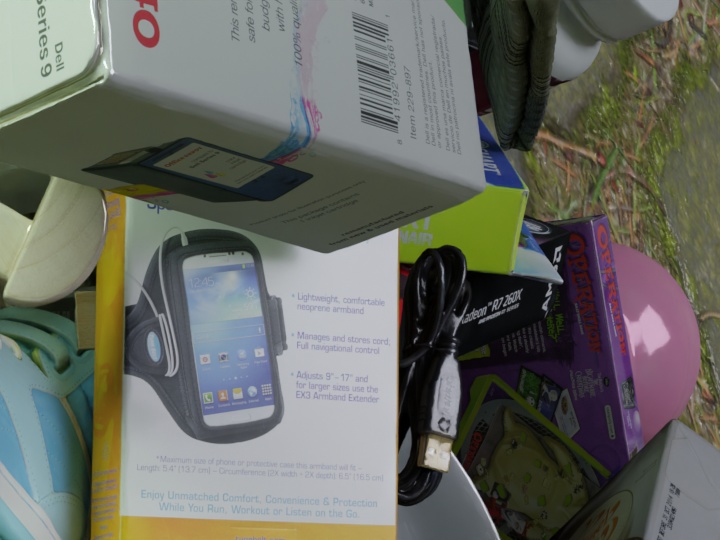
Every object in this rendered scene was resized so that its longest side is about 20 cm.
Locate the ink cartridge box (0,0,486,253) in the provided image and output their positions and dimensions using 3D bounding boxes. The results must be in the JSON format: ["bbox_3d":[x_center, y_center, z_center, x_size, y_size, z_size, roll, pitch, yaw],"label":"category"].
[{"bbox_3d":[-0.055,-0.102,1.057,0.200,0.087,0.146,15,62,-48],"label":"ink cartridge box"}]

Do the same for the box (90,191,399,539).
[{"bbox_3d":[-0.045,0.019,1.146,0.119,0.041,0.201,5,79,-24],"label":"box"}]

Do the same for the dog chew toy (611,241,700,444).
[{"bbox_3d":[0.100,0.047,1.573,0.200,0.124,0.125,-4,75,-54],"label":"dog chew toy"}]

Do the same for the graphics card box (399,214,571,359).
[{"bbox_3d":[0.000,0.000,1.342,0.200,0.125,0.051,-17,123,-59],"label":"graphics card box"}]

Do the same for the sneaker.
[{"bbox_3d":[-0.162,0.035,1.119,0.131,0.079,0.200,-69,142,-51],"label":"sneaker"}]

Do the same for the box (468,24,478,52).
[{"bbox_3d":[-0.045,-0.176,1.395,0.044,0.160,0.200,13,59,-67],"label":"box"}]

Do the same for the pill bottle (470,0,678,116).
[{"bbox_3d":[0.050,-0.133,1.442,0.114,0.200,0.114,42,36,-42],"label":"pill bottle"}]

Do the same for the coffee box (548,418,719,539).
[{"bbox_3d":[0.113,0.182,1.384,0.080,0.200,0.114,35,36,-8],"label":"coffee box"}]

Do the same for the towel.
[{"bbox_3d":[0.052,-0.168,1.251,0.200,0.034,0.193,91,-10,-72],"label":"towel"}]

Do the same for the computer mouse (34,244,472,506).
[{"bbox_3d":[-0.054,0.042,1.213,0.044,0.199,0.110,62,30,-77],"label":"computer mouse"}]

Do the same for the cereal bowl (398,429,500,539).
[{"bbox_3d":[-0.016,0.143,1.296,0.200,0.083,0.200,39,34,-33],"label":"cereal bowl"}]

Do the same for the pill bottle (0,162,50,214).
[{"bbox_3d":[-0.153,-0.129,1.211,0.112,0.112,0.200,5,68,-62],"label":"pill bottle"}]

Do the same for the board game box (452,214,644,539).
[{"bbox_3d":[0.082,0.077,1.459,0.032,0.120,0.201,-20,103,-60],"label":"board game box"}]

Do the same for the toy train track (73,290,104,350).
[{"bbox_3d":[-0.069,-0.023,1.179,0.114,0.033,0.201,-2,85,-25],"label":"toy train track"}]

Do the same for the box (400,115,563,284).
[{"bbox_3d":[-0.012,-0.044,1.310,0.122,0.199,0.048,-113,-148,-68],"label":"box"}]

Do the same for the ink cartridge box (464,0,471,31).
[{"bbox_3d":[-0.039,-0.196,1.233,0.200,0.145,0.145,80,-3,-63],"label":"ink cartridge box"}]

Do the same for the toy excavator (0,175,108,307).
[{"bbox_3d":[-0.193,-0.084,1.057,0.100,0.194,0.201,174,-86,-81],"label":"toy excavator"}]
